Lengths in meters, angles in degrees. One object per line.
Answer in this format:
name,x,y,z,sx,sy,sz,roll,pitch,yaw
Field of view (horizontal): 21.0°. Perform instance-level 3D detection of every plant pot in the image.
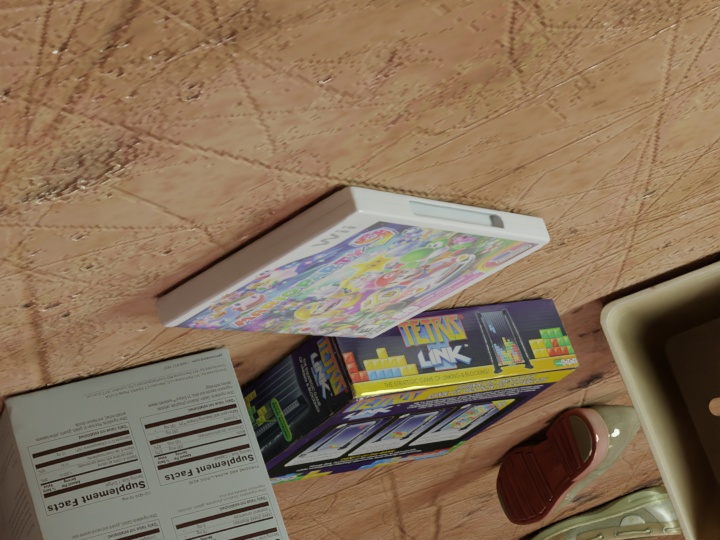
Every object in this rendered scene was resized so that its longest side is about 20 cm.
plant pot,0.305,0.088,1.436,0.200,0.200,0.177,-22,174,6

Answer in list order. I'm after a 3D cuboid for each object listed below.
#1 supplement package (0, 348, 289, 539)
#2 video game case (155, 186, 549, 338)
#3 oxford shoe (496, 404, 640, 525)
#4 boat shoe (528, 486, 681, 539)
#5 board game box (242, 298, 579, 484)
supplement package,-0.137,0.185,1.205,0.147,0.200,0.191,-13,162,-21
video game case,0.000,0.000,1.097,0.143,0.018,0.200,-29,160,30
oxford shoe,0.190,0.179,1.770,0.074,0.071,0.200,-12,162,-31
boat shoe,0.283,0.320,2.314,0.201,0.063,0.073,-25,162,16
board game box,0.020,0.084,1.313,0.200,0.057,0.165,-5,156,-40
